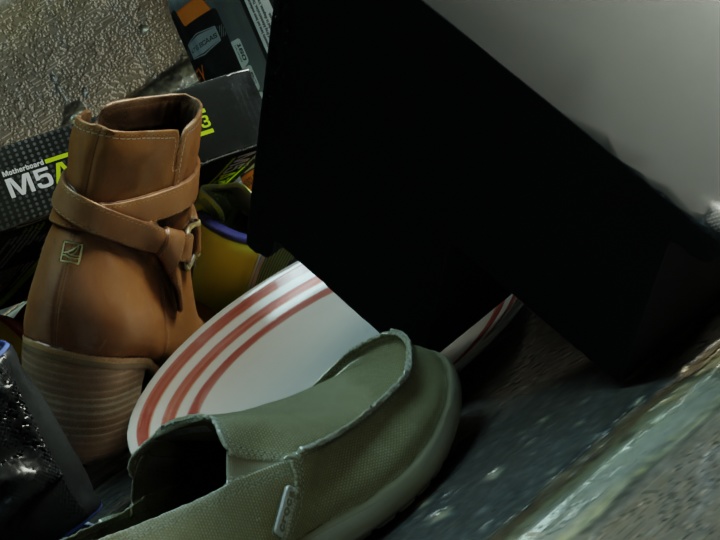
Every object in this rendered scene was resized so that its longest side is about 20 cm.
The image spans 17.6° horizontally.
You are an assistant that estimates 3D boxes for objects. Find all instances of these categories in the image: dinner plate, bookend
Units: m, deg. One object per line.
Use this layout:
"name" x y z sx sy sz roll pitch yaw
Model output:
"dinner plate" -0.007 0.033 0.983 0.199 0.024 0.200 -25 19 9
"bookend" 0.063 -0.034 0.850 0.092 0.200 0.199 -37 -25 -29

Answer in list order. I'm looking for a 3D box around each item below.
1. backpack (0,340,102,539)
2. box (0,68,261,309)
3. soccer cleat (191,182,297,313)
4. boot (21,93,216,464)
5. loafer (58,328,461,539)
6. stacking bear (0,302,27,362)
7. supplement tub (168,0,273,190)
"backpack" -0.215 0.117 0.939 0.199 0.135 0.182 -34 11 -19
"box" -0.162 -0.025 1.179 0.192 0.048 0.200 -23 -6 -27
"soccer cleat" -0.065 -0.014 1.186 0.199 0.084 0.065 -9 37 52
"boot" -0.101 -0.008 1.084 0.076 0.157 0.200 14 14 19
"loafer" -0.037 0.074 0.807 0.075 0.069 0.200 -16 21 46
"stacking bear" -0.192 0.073 1.186 0.199 0.114 0.121 -33 9 -35
"supplement tub" -0.028 -0.115 1.269 0.122 0.201 0.123 -23 -2 -1
